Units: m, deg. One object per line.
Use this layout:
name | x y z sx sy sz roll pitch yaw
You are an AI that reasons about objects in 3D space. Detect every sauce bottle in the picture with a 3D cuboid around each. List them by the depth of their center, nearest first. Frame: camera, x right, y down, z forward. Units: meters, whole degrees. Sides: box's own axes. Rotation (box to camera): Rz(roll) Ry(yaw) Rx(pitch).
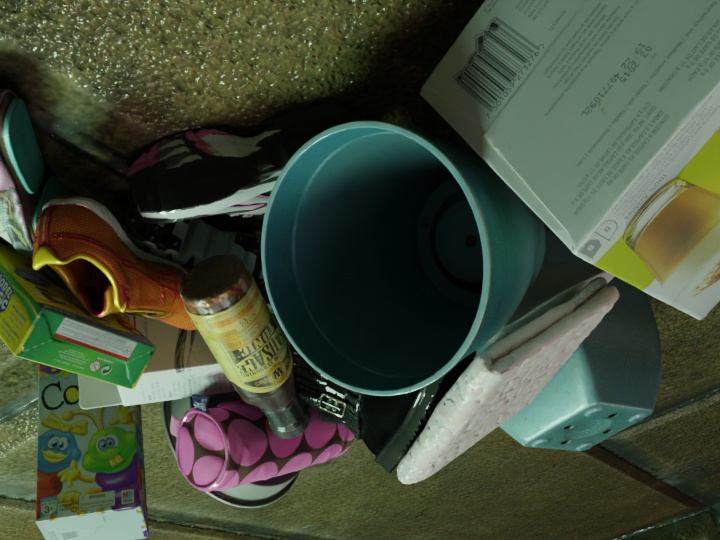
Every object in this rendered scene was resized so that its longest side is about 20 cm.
sauce bottle | -0.096 0.077 0.730 0.066 0.066 0.200 -19 128 7

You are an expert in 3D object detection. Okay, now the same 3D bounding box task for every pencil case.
pencil case | -0.099 0.170 0.846 0.094 0.091 0.200 16 -173 40

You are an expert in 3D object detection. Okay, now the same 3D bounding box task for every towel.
towel | 0.132 0.102 0.731 0.191 0.032 0.200 -25 152 -37

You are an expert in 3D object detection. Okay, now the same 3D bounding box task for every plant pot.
plant pot | 0.056 -0.018 0.651 0.200 0.200 0.188 -38 164 33
plant pot | 0.241 0.102 0.957 0.196 0.200 0.196 13 138 -36

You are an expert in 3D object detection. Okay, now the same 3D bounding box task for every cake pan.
cake pan | -0.131 0.167 0.911 0.200 0.200 0.037 19 138 -41

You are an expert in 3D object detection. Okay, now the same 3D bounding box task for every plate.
plate | 0.135 0.035 0.815 0.200 0.032 0.199 -22 -168 -37

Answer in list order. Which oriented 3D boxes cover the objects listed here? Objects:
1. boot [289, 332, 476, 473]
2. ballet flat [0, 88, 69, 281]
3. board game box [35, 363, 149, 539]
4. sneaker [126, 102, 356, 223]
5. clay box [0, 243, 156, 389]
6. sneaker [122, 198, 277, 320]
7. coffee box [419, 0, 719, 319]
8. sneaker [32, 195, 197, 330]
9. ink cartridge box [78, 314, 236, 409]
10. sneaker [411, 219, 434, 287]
boot | 0.006 0.096 0.772 0.079 0.158 0.211 -38 162 -44
ballet flat | -0.280 -0.065 0.640 0.071 0.069 0.200 5 144 4
board game box | -0.296 0.191 0.887 0.103 0.200 0.105 -6 146 -13
sneaker | -0.094 -0.070 0.681 0.200 0.080 0.086 -12 149 -2
clay box | -0.278 0.028 0.703 0.115 0.200 0.048 30 91 -48
sneaker | -0.142 0.000 0.762 0.200 0.067 0.090 28 143 -21
coffee box | 0.205 -0.119 0.561 0.198 0.200 0.200 21 116 -42
sneaker | -0.200 0.014 0.672 0.073 0.077 0.200 -10 151 27
ink cartridge box | -0.190 0.067 0.817 0.200 0.116 0.067 -6 148 -13
sneaker | 0.000 0.000 0.787 0.200 0.116 0.076 -12 148 -3
